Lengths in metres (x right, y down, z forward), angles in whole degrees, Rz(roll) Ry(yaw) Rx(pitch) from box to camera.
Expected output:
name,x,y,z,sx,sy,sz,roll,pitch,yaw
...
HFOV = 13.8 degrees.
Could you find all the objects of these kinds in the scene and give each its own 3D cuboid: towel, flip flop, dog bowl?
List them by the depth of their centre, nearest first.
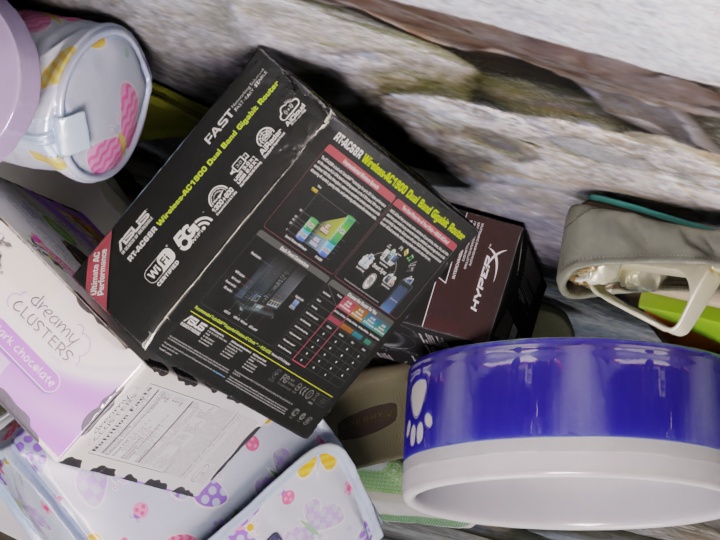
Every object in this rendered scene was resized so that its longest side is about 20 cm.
name,x,y,z,sx,sy,sz,roll,pitch,yaw
towel,-0.157,-0.092,1.704,0.086,0.018,0.200,22,169,-28
dog bowl,0.124,0.096,1.714,0.199,0.079,0.200,1,166,0
flip flop,0.055,0.077,1.841,0.199,0.082,0.057,-17,-158,-30
towel,-0.031,0.111,1.919,0.200,0.031,0.149,35,158,-35

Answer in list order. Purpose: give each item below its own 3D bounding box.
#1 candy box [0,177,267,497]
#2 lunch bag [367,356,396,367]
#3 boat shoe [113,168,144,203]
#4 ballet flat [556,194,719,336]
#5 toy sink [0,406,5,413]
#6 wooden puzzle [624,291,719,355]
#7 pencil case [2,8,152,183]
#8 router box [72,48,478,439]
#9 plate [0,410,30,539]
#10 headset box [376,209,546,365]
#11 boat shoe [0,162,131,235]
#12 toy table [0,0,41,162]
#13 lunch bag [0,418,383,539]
name,x,y,z,sx,sy,sz,roll,pitch,yaw
candy box,-0.154,0.032,1.584,0.168,0.072,0.200,44,-174,19
lunch bag,-0.009,0.054,1.953,0.199,0.118,0.164,14,169,44
boat shoe,-0.212,-0.046,1.799,0.199,0.074,0.075,23,-163,-38
ballet flat,0.185,0.005,1.501,0.199,0.064,0.067,9,167,39
toy sink,-0.256,0.011,1.911,0.130,0.201,0.112,19,170,-3
wooden puzzle,0.240,0.045,1.698,0.184,0.037,0.200,12,169,26
pencil case,-0.207,-0.101,1.545,0.199,0.084,0.091,12,-162,27
router box,-0.040,-0.010,1.537,0.062,0.150,0.200,42,-177,29
plate,-0.156,0.126,1.906,0.199,0.032,0.199,30,136,-31
headset box,0.000,0.000,1.758,0.199,0.078,0.149,16,169,13
boat shoe,-0.177,-0.054,1.720,0.200,0.072,0.069,44,-175,-43
toy table,-0.272,-0.101,1.465,0.199,0.185,0.117,-8,175,29
lunch bag,-0.097,0.134,1.745,0.200,0.169,0.127,55,161,-8
